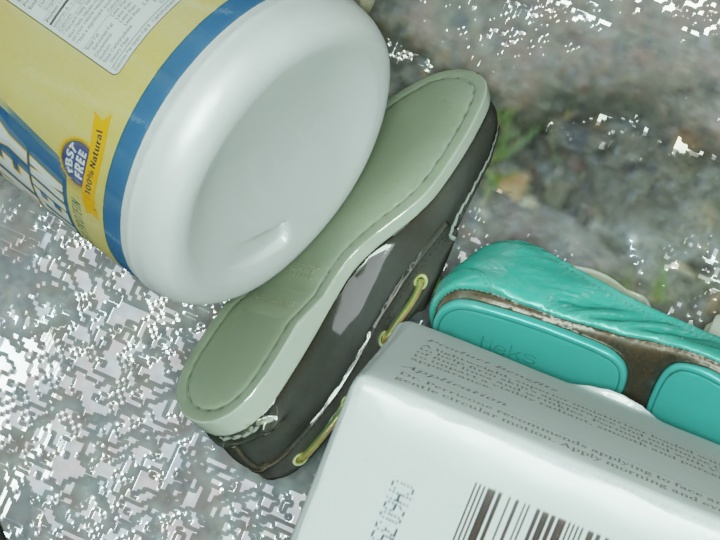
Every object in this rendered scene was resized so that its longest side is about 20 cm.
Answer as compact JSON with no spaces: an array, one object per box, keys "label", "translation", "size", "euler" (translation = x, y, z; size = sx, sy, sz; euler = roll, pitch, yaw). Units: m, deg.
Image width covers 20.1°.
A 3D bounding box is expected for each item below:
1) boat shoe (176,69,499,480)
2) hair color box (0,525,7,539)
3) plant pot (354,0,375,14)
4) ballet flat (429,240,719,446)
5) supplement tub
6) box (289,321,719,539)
[{"label":"boat shoe","translation":[0.000,0.000,0.902],"size":[0.201,0.061,0.072],"euler":[-52,38,-12]},{"label":"hair color box","translation":[-0.261,0.140,0.877],"size":[0.200,0.102,0.061],"euler":[-27,81,-1]},{"label":"plant pot","translation":[0.072,-0.216,0.874],"size":[0.183,0.200,0.201],"euler":[-7,82,-9]},{"label":"ballet flat","translation":[0.129,0.038,0.884],"size":[0.200,0.067,0.070],"euler":[24,46,8]},{"label":"supplement tub","translation":[-0.103,-0.093,0.862],"size":[0.200,0.145,0.145],"euler":[35,85,25]},{"label":"box","translation":[0.064,0.153,0.815],"size":[0.199,0.131,0.200],"euler":[22,102,7]}]
